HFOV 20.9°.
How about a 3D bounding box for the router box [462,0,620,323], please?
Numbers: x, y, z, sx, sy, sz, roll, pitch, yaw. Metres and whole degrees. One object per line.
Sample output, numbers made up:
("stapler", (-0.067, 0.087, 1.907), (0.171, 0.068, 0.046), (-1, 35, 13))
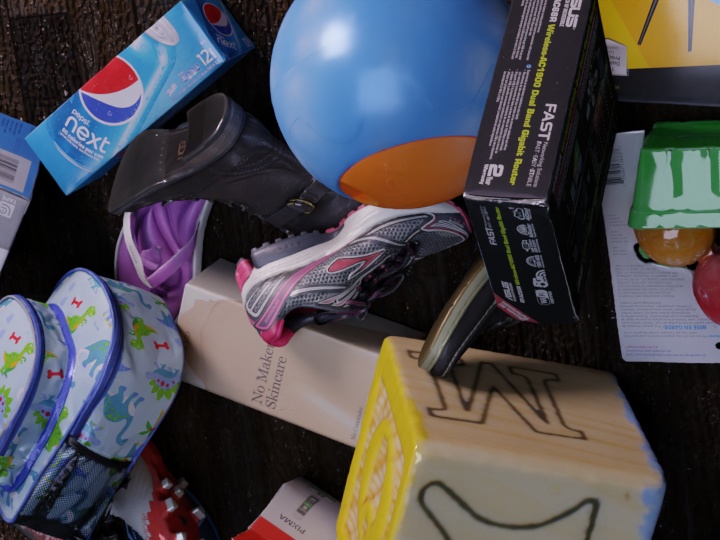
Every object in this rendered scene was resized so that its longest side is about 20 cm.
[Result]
("router box", (0.133, -0.085, 1.396), (0.062, 0.201, 0.150), (4, 147, 18))

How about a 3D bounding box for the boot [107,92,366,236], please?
("boot", (-0.096, -0.061, 1.607), (0.173, 0.070, 0.199), (29, 146, -32))

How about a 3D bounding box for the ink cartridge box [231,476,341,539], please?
("ink cartridge box", (-0.014, 0.240, 1.627), (0.160, 0.200, 0.050), (33, 92, 8))

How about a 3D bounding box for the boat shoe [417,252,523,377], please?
("boat shoe", (0.119, 0.009, 1.526), (0.066, 0.201, 0.072), (36, 156, -1))

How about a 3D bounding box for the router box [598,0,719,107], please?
("router box", (0.264, -0.201, 1.467), (0.198, 0.051, 0.151), (5, 110, 20))

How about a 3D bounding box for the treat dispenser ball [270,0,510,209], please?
("treat dispenser ball", (0.030, -0.148, 1.490), (0.199, 0.201, 0.203), (6, 108, 19))

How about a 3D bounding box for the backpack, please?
("backpack", (-0.248, 0.101, 1.634), (0.146, 0.183, 0.201), (27, 106, -35))

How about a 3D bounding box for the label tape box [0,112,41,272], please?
("label tape box", (-0.340, -0.020, 1.696), (0.063, 0.145, 0.201), (21, 115, -13))

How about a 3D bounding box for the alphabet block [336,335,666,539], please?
("alphabet block", (0.103, 0.187, 1.534), (0.198, 0.197, 0.197), (10, 110, -11))

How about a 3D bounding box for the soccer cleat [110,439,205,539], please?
("soccer cleat", (-0.202, 0.196, 1.724), (0.085, 0.069, 0.201), (-36, 64, 13))

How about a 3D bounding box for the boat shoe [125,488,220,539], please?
("boat shoe", (-0.156, 0.274, 1.761), (0.084, 0.069, 0.201), (-32, 90, 25))

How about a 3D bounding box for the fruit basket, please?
("fruit basket", (0.283, -0.020, 1.512), (0.184, 0.094, 0.201), (-1, 121, 21))

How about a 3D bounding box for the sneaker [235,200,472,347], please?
("sneaker", (0.000, 0.000, 1.589), (0.199, 0.081, 0.075), (-23, 63, 7))

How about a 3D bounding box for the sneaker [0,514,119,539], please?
("sneaker", (-0.293, 0.217, 1.796), (0.097, 0.071, 0.202), (-23, 95, 25))

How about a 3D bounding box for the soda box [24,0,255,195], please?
("soda box", (-0.187, -0.150, 1.644), (0.200, 0.068, 0.064), (-37, 91, 26))

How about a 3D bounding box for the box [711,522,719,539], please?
("box", (0.314, 0.299, 1.521), (0.147, 0.200, 0.105), (27, 114, 12))

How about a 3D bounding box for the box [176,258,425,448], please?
("box", (-0.055, 0.071, 1.657), (0.198, 0.078, 0.096), (18, 112, 14))

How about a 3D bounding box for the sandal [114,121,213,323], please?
("sandal", (-0.173, -0.035, 1.684), (0.082, 0.050, 0.204), (23, 113, 13))
